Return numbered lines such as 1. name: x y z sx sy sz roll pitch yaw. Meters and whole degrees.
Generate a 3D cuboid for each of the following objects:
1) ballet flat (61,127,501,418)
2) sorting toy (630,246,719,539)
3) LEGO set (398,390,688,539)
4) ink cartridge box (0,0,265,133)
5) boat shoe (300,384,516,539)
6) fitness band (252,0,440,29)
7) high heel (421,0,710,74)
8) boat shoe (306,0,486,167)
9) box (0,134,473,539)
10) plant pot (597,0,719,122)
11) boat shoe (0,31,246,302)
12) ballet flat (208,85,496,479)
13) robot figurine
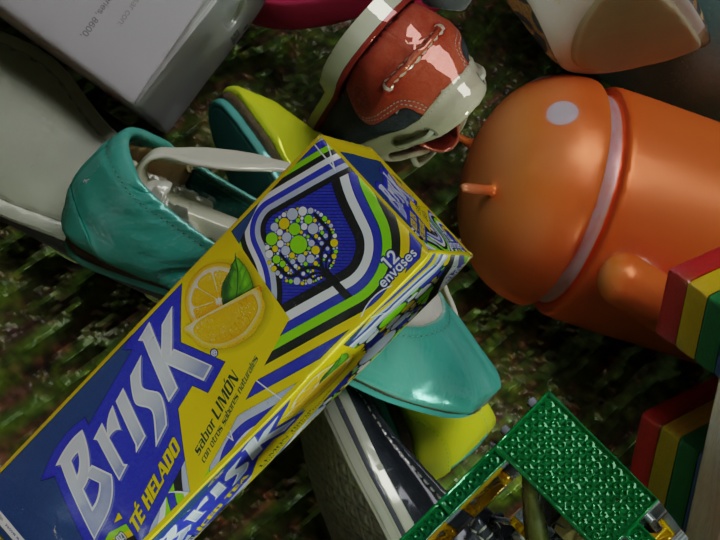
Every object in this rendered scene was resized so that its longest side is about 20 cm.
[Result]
1. ballet flat: -0.025 -0.004 0.912 0.199 0.071 0.067 23 29 -4
2. sorting toy: 0.209 0.043 1.008 0.198 0.201 0.070 -22 43 -35
3. LEGO set: 0.088 0.147 0.834 0.200 0.116 0.154 36 87 21
4. ink cartridge box: -0.147 -0.155 0.988 0.200 0.145 0.084 36 90 2
5. boat shoe: 0.041 0.125 0.921 0.062 0.075 0.200 -31 79 -22
6. fitness band: 0.015 -0.184 1.113 0.199 0.038 0.144 -32 46 -11
7. high heel: 0.081 -0.169 1.041 0.199 0.071 0.143 11 47 -41
8. boat shoe: 0.019 -0.077 1.011 0.062 0.200 0.071 40 83 2
9. box: -0.053 0.042 0.855 0.064 0.200 0.070 46 12 12
10. plant pot: 0.170 -0.166 1.164 0.133 0.201 0.201 2 49 7
11. boat shoe: -0.125 -0.039 0.978 0.201 0.061 0.072 33 78 0
12. ballet flat: 0.000 0.000 0.999 0.067 0.067 0.201 -22 76 -21
13. robot figurine: 0.132 -0.024 1.062 0.199 0.117 0.145 18 65 -14
